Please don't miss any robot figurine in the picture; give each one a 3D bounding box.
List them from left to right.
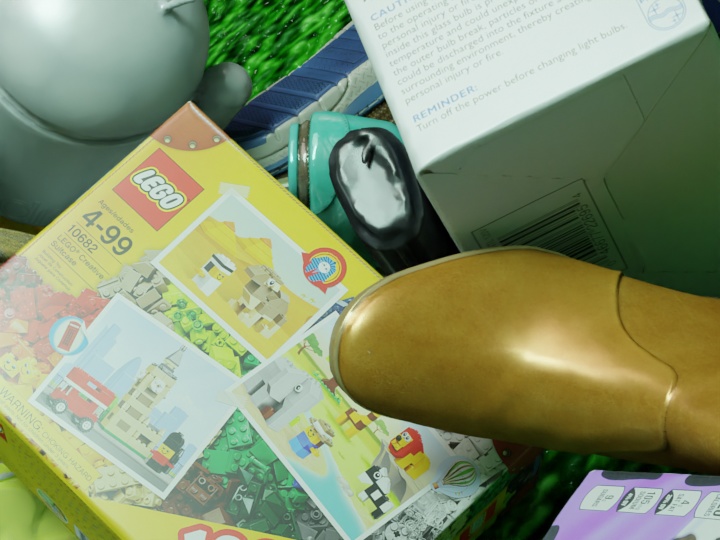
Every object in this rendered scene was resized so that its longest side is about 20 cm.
[{"bbox_3d":[-0.140,-0.095,1.255,0.200,0.169,0.113,129,146,-58],"label":"robot figurine"}]

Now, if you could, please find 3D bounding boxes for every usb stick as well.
[{"bbox_3d":[0.029,-0.003,1.064,0.033,0.200,0.055,-27,67,4],"label":"usb stick"}]

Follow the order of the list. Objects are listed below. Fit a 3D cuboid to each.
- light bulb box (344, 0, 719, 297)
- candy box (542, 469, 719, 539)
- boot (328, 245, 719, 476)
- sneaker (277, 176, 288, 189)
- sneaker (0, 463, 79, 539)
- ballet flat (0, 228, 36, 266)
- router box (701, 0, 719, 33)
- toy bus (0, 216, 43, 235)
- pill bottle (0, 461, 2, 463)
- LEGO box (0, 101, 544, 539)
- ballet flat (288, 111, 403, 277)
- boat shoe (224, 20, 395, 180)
[{"bbox_3d":[0.073,-0.094,1.062,0.125,0.198,0.200,-25,56,6],"label":"light bulb box"},{"bbox_3d":[0.121,0.147,0.825,0.200,0.072,0.168,-2,40,48],"label":"candy box"},{"bbox_3d":[0.103,0.042,0.932,0.201,0.071,0.144,1,14,-21],"label":"boot"},{"bbox_3d":[0.036,-0.033,1.244,0.200,0.077,0.089,-5,28,33],"label":"sneaker"},{"bbox_3d":[-0.110,0.124,1.144,0.200,0.105,0.076,-7,9,-9],"label":"sneaker"},{"bbox_3d":[-0.120,0.018,1.148,0.071,0.200,0.071,-11,73,40],"label":"ballet flat"},{"bbox_3d":[0.124,-0.171,1.293,0.200,0.049,0.179,-33,39,-23],"label":"router box"},{"bbox_3d":[-0.221,-0.029,1.381,0.136,0.200,0.192,-27,33,25],"label":"toy bus"},{"bbox_3d":[-0.136,0.048,1.240,0.200,0.111,0.111,-46,29,-22],"label":"pill bottle"},{"bbox_3d":[-0.049,0.058,1.035,0.149,0.200,0.077,-43,-16,-17],"label":"LEGO box"},{"bbox_3d":[0.000,0.000,1.155,0.070,0.200,0.067,4,59,-2],"label":"ballet flat"},{"bbox_3d":[0.017,-0.090,1.339,0.200,0.072,0.072,-34,28,-18],"label":"boat shoe"}]
